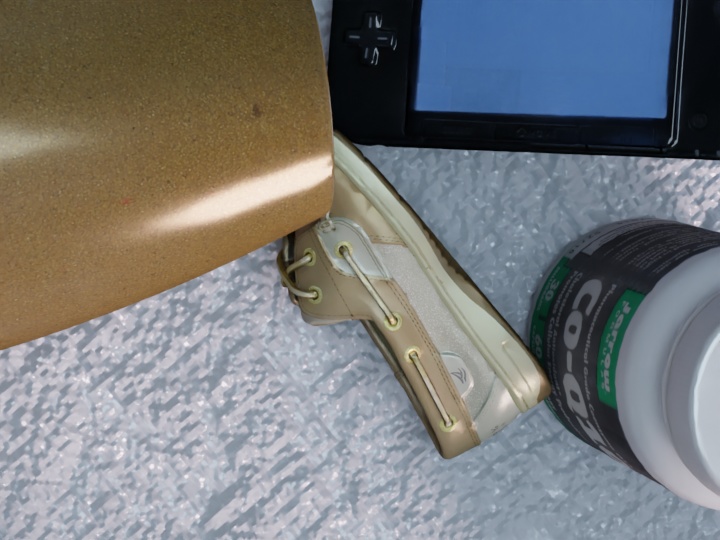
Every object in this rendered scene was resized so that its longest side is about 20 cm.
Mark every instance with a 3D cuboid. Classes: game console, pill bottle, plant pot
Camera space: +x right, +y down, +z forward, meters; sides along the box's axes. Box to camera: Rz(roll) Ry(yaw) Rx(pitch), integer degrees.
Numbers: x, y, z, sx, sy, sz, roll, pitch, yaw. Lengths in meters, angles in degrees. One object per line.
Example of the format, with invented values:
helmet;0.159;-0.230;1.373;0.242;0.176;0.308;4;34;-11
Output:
game console;0.068;-0.142;1.049;0.199;0.116;0.177;4;87;20
pill bottle;0.151;0.040;1.090;0.112;0.200;0.114;-1;96;-13
plant pot;-0.115;-0.056;1.017;0.199;0.186;0.188;-6;97;-9

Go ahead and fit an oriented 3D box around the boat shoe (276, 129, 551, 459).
boat shoe;0.000;0.000;1.115;0.066;0.074;0.200;-42;99;-3
